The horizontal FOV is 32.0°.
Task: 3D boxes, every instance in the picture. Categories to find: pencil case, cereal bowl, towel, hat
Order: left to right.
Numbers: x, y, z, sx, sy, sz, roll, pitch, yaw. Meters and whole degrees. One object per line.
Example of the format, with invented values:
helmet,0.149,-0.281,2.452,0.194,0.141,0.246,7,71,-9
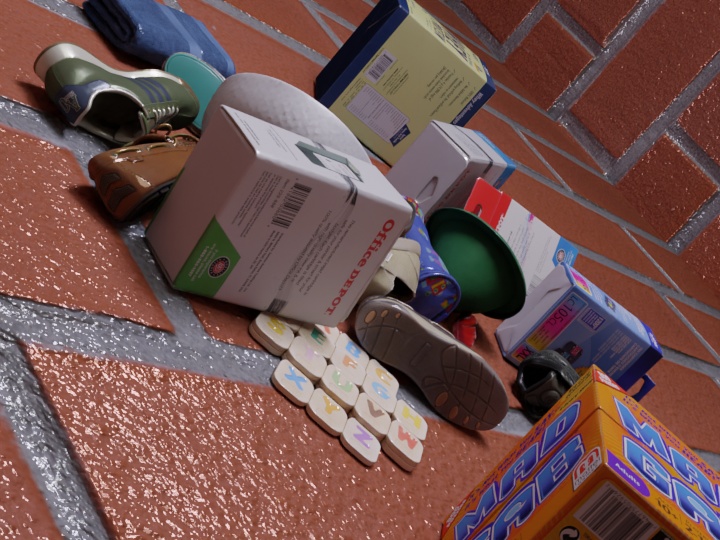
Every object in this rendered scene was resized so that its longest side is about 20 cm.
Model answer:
towel,-0.239,-0.281,1.518,0.112,0.049,0.199,51,19,24
cereal bowl,-0.086,-0.102,1.287,0.198,0.084,0.201,29,-25,15
pencil case,0.059,-0.012,1.490,0.087,0.078,0.201,52,10,-34
hat,0.092,0.037,1.530,0.166,0.176,0.200,52,-26,-3

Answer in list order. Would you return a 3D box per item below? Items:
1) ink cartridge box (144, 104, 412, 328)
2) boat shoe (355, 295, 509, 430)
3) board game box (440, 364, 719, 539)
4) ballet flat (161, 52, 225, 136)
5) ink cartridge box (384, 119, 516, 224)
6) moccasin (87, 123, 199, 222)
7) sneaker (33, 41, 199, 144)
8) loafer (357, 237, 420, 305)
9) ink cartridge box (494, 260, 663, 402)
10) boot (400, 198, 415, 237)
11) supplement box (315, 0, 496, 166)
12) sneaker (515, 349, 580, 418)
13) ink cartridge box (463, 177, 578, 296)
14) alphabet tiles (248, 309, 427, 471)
ink cartridge box,-0.072,-0.043,1.139,0.199,0.147,0.084,18,25,-43
boat shoe,0.077,0.087,1.305,0.200,0.074,0.073,42,13,-18
board game box,0.195,0.241,0.994,0.199,0.200,0.200,40,17,-5
ballet flat,-0.151,-0.165,1.436,0.200,0.072,0.072,43,18,1
ink cartridge box,0.116,-0.122,1.751,0.084,0.145,0.199,46,18,17
moccasin,-0.192,-0.098,1.174,0.078,0.074,0.201,51,27,2
sneaker,-0.227,-0.155,1.238,0.199,0.067,0.090,13,38,-52
loafer,0.000,0.000,1.319,0.198,0.075,0.069,1,68,-47
ink cartridge box,0.295,0.102,1.632,0.199,0.137,0.077,35,21,-21
boot,0.013,-0.059,1.454,0.073,0.076,0.200,14,16,-16
supplement box,0.067,-0.288,1.934,0.199,0.200,0.135,37,19,-18
sneaker,0.261,0.175,1.499,0.199,0.076,0.114,46,20,20
ink cartridge box,0.195,-0.027,1.728,0.199,0.117,0.067,34,-20,-25
alphabet tiles,-0.017,0.101,1.169,0.200,0.015,0.196,41,18,-4
